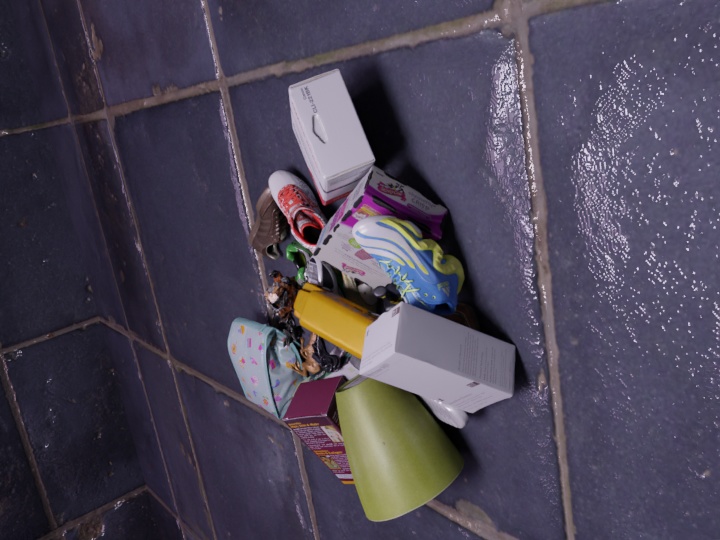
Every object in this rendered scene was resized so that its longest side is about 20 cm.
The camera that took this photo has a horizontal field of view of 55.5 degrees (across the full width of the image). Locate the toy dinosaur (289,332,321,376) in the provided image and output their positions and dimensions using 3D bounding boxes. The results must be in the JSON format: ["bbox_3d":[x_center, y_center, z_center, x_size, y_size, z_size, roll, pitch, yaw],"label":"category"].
[{"bbox_3d":[-0.094,0.202,1.421,0.105,0.060,0.204,0,107,53],"label":"toy dinosaur"}]

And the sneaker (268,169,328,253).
[{"bbox_3d":[-0.110,-0.113,1.233,0.203,0.067,0.108,56,-177,12],"label":"sneaker"}]

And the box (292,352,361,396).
[{"bbox_3d":[-0.019,0.232,1.262,0.144,0.037,0.199,40,135,-14],"label":"box"}]

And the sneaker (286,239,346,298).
[{"bbox_3d":[-0.077,0.028,1.285,0.202,0.084,0.078,58,145,15],"label":"sneaker"}]

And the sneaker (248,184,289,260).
[{"bbox_3d":[-0.170,-0.101,1.385,0.075,0.070,0.201,39,143,9],"label":"sneaker"}]

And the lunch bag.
[{"bbox_3d":[-0.208,0.201,1.529,0.169,0.121,0.204,11,121,53],"label":"lunch bag"}]

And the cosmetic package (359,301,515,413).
[{"bbox_3d":[0.110,0.127,0.973,0.113,0.197,0.082,-44,32,55],"label":"cosmetic package"}]

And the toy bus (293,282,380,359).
[{"bbox_3d":[-0.028,0.084,1.097,0.198,0.078,0.066,26,98,28],"label":"toy bus"}]

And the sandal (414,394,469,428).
[{"bbox_3d":[0.124,0.201,1.121,0.083,0.050,0.202,56,166,-25],"label":"sandal"}]

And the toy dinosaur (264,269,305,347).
[{"bbox_3d":[-0.124,0.056,1.308,0.101,0.199,0.137,-29,91,31],"label":"toy dinosaur"}]

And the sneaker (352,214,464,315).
[{"bbox_3d":[0.073,0.001,0.958,0.076,0.198,0.107,-37,39,42],"label":"sneaker"}]

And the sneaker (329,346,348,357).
[{"bbox_3d":[-0.032,0.174,1.313,0.081,0.075,0.202,53,142,38],"label":"sneaker"}]

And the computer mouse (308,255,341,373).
[{"bbox_3d":[-0.061,0.071,1.207,0.109,0.043,0.204,-158,66,-70],"label":"computer mouse"}]

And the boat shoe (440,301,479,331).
[{"bbox_3d":[0.108,0.109,1.076,0.199,0.073,0.077,-35,79,55],"label":"boat shoe"}]

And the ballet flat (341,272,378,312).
[{"bbox_3d":[0.000,0.000,1.186,0.070,0.070,0.204,-7,101,55],"label":"ballet flat"}]

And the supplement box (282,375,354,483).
[{"bbox_3d":[-0.032,0.292,1.237,0.109,0.086,0.201,-14,124,37],"label":"supplement box"}]

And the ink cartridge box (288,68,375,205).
[{"bbox_3d":[-0.047,-0.198,1.055,0.200,0.082,0.147,128,120,-85],"label":"ink cartridge box"}]

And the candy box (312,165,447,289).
[{"bbox_3d":[0.026,-0.057,1.057,0.135,0.062,0.200,28,144,-13],"label":"candy box"}]

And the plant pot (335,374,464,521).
[{"bbox_3d":[0.043,0.268,1.126,0.186,0.186,0.202,-28,92,56],"label":"plant pot"}]

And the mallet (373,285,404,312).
[{"bbox_3d":[0.042,0.046,1.035,0.065,0.199,0.042,-16,77,19],"label":"mallet"}]
